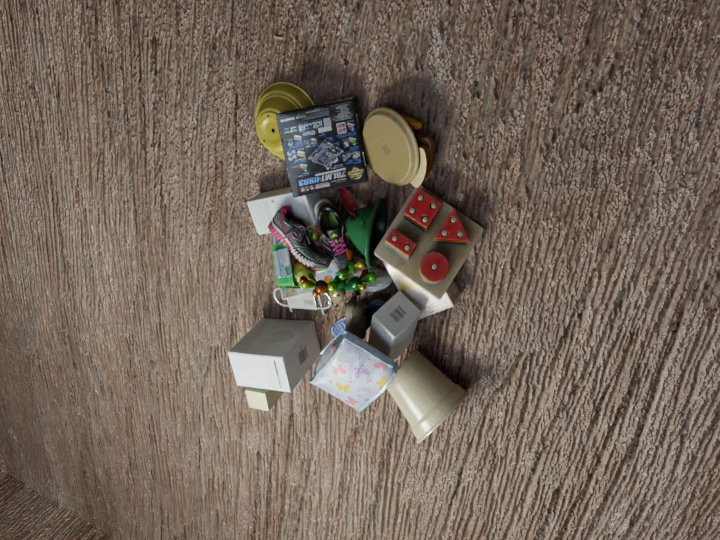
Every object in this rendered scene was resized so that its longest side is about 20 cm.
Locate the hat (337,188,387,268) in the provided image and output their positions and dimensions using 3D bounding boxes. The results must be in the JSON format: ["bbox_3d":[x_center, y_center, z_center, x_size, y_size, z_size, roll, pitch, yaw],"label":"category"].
[{"bbox_3d":[-0.032,-0.116,1.522,0.171,0.201,0.169,12,127,14],"label":"hat"}]

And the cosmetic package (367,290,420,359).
[{"bbox_3d":[0.085,0.158,1.589,0.085,0.107,0.202,42,154,18],"label":"cosmetic package"}]

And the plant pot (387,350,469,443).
[{"bbox_3d":[0.167,0.329,1.656,0.184,0.199,0.201,48,127,11],"label":"plant pot"}]

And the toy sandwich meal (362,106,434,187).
[{"bbox_3d":[0.088,-0.294,1.426,0.203,0.069,0.209,34,140,34],"label":"toy sandwich meal"}]

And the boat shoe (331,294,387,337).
[{"bbox_3d":[0.003,0.132,1.693,0.197,0.073,0.073,-29,103,30],"label":"boat shoe"}]

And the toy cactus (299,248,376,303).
[{"bbox_3d":[-0.061,0.030,1.545,0.166,0.195,0.105,104,148,-63],"label":"toy cactus"}]

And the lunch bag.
[{"bbox_3d":[-0.010,0.243,1.544,0.167,0.129,0.201,30,138,-9],"label":"lunch bag"}]

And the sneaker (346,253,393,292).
[{"bbox_3d":[0.000,0.000,1.628,0.194,0.076,0.095,3,113,25],"label":"sneaker"}]

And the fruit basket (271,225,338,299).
[{"bbox_3d":[-0.144,-0.032,1.642,0.195,0.093,0.191,-13,82,25],"label":"fruit basket"}]

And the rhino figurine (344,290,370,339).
[{"bbox_3d":[-0.011,0.158,1.616,0.058,0.088,0.205,9,119,15],"label":"rhino figurine"}]

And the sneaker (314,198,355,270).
[{"bbox_3d":[-0.067,-0.085,1.558,0.072,0.087,0.205,-20,98,-2],"label":"sneaker"}]

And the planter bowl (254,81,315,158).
[{"bbox_3d":[-0.203,-0.364,1.534,0.195,0.084,0.206,12,120,21],"label":"planter bowl"}]

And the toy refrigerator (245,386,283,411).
[{"bbox_3d":[-0.266,0.335,1.864,0.074,0.200,0.072,4,118,25],"label":"toy refrigerator"}]

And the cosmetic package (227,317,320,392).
[{"bbox_3d":[-0.252,0.247,1.810,0.195,0.200,0.126,2,117,26],"label":"cosmetic package"}]

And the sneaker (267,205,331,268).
[{"bbox_3d":[-0.153,-0.081,1.566,0.199,0.080,0.075,41,112,9],"label":"sneaker"}]

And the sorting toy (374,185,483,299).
[{"bbox_3d":[0.163,-0.073,1.432,0.196,0.070,0.203,34,84,7],"label":"sorting toy"}]

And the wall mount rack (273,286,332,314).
[{"bbox_3d":[-0.160,0.038,1.735,0.195,0.075,0.178,3,120,26],"label":"wall mount rack"}]

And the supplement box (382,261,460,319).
[{"bbox_3d":[0.153,0.011,1.550,0.124,0.074,0.203,-22,104,34],"label":"supplement box"}]

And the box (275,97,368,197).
[{"bbox_3d":[-0.090,-0.297,1.469,0.194,0.050,0.204,-11,106,3],"label":"box"}]

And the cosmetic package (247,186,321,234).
[{"bbox_3d":[-0.201,-0.167,1.644,0.195,0.074,0.104,-7,113,31],"label":"cosmetic package"}]
